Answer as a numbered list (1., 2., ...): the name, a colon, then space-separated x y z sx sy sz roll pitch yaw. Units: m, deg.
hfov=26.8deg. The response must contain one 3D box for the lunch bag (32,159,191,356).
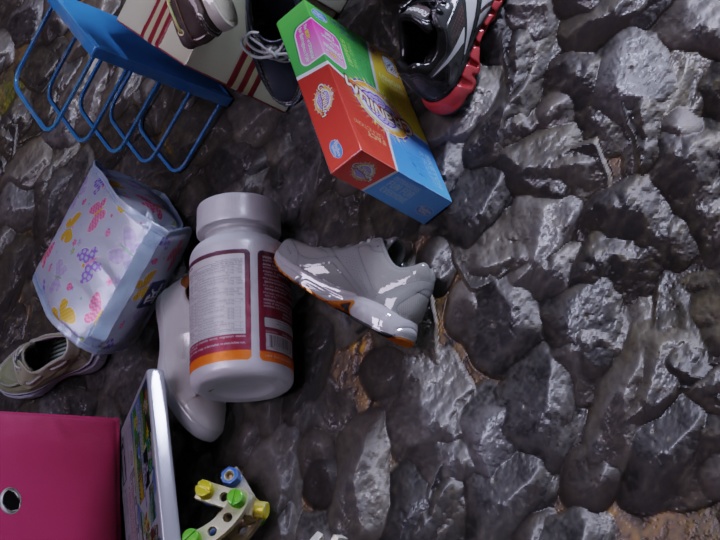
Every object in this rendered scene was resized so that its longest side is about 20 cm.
1. lunch bag: -0.279 -0.007 1.715 0.171 0.126 0.200 -61 24 7

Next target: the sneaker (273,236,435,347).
1. sneaker: 0.000 0.000 1.511 0.199 0.076 0.093 29 88 37

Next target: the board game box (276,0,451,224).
1. board game box: 0.003 -0.156 1.496 0.040 0.153 0.201 -36 54 23

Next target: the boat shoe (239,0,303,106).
1. boat shoe: -0.085 -0.251 1.555 0.074 0.201 0.062 4 38 4

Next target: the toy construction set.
1. toy construction set: -0.097 0.282 1.491 0.199 0.092 0.132 20 69 41

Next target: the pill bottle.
1. pill bottle: -0.126 0.028 1.584 0.109 0.109 0.202 -20 63 37

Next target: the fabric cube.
1. fabric cube: -0.400 0.266 1.679 0.199 0.198 0.198 -14 74 41

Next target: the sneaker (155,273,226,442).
1. sneaker: -0.173 0.084 1.634 0.085 0.072 0.201 -39 51 30

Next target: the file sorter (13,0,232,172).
1. file sorter: -0.280 -0.212 1.754 0.123 0.199 0.139 -57 46 17

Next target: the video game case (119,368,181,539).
1. video game case: -0.226 0.234 1.611 0.183 0.022 0.202 122 144 -56

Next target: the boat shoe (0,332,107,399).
1. boat shoe: -0.389 0.106 1.838 0.199 0.062 0.073 -22 62 38

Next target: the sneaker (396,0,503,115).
1. sneaker: 0.088 -0.260 1.492 0.071 0.097 0.202 13 84 47

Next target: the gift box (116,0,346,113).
1. gift box: -0.140 -0.308 1.659 0.184 0.199 0.188 34 98 39

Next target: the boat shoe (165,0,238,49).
1. boat shoe: -0.191 -0.325 1.553 0.059 0.072 0.201 -28 80 20
